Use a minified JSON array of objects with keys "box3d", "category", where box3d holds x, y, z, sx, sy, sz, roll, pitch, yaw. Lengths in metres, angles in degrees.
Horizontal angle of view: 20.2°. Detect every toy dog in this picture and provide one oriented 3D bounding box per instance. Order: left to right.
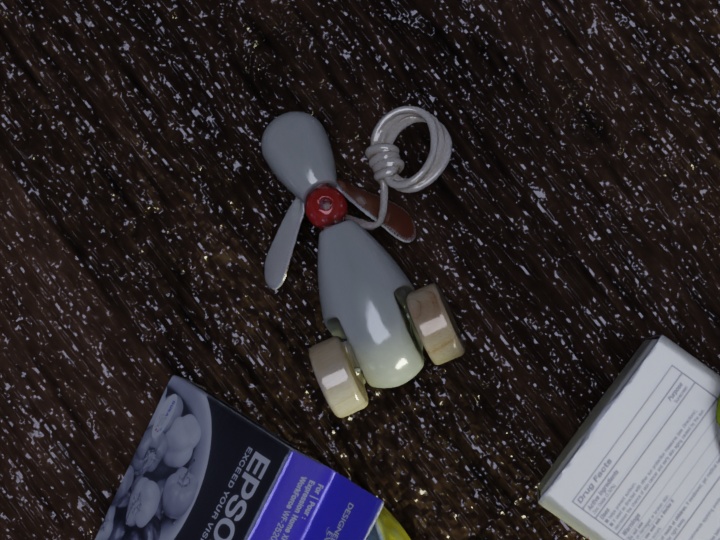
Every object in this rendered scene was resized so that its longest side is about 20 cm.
[{"box3d":[0.000,0.000,1.297,0.132,0.096,0.200,-4,73,7],"category":"toy dog"}]

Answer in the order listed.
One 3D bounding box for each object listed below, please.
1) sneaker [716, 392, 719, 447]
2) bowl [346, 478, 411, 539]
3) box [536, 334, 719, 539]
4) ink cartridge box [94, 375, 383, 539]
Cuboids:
[{"box3d":[0.264,0.143,1.154,0.074,0.081,0.200,-25,86,1],"category":"sneaker"},{"box3d":[-0.019,0.235,1.256,0.108,0.200,0.200,30,90,-38],"category":"bowl"},{"box3d":[0.224,0.148,1.252,0.200,0.109,0.128,37,91,5],"category":"box"},{"box3d":[-0.096,0.188,1.245,0.043,0.200,0.198,26,90,-40],"category":"ink cartridge box"}]
